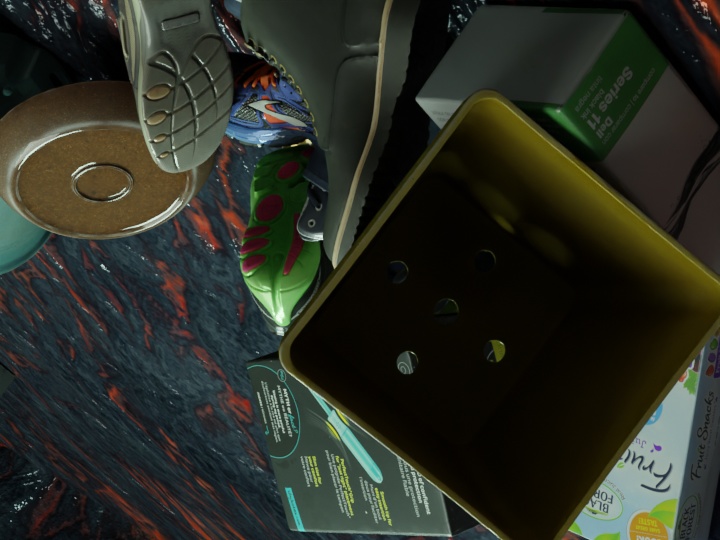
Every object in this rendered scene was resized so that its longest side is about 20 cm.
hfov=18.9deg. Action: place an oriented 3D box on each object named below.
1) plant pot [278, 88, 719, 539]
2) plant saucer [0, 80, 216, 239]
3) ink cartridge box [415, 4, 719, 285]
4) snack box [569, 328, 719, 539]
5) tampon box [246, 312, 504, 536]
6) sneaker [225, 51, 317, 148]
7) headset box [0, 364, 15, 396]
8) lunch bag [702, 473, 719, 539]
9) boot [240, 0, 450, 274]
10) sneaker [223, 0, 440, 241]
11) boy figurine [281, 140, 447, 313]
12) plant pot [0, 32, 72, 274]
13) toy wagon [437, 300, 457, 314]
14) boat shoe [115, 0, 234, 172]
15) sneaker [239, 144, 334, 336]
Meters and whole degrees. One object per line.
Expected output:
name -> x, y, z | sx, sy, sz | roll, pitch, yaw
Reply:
plant pot -> 0.071, 0.028, 1.323 | 0.200, 0.200, 0.176 | 38, 175, -9
plant saucer -> -0.222, -0.086, 1.856 | 0.199, 0.035, 0.201 | -6, 145, -4
ink cartridge box -> 0.153, -0.068, 1.348 | 0.200, 0.083, 0.146 | 46, 160, -31
snack box -> 0.190, 0.093, 1.533 | 0.142, 0.201, 0.053 | 20, -160, 41
tampon box -> 0.033, 0.121, 1.715 | 0.200, 0.126, 0.151 | -6, 100, 49
sneaker -> -0.043, -0.133, 1.584 | 0.199, 0.075, 0.079 | 17, 141, 32
headset box -> -0.634, 0.200, 3.281 | 0.093, 0.174, 0.200 | 43, 161, -23
lunch bag -> 0.353, 0.190, 1.554 | 0.200, 0.136, 0.132 | 18, 156, 40
boot -> -0.027, -0.111, 1.413 | 0.138, 0.201, 0.077 | 19, -168, 23
sneaker -> -0.033, -0.103, 1.483 | 0.202, 0.147, 0.077 | 32, -165, 11
boy figurine -> 0.000, -0.038, 1.666 | 0.064, 0.124, 0.200 | 46, -169, -50
plant pot -> -0.349, -0.114, 1.989 | 0.200, 0.201, 0.196 | 38, 154, -7
toy wagon -> 0.000, 0.000, 1.809 | 0.155, 0.040, 0.200 | 27, 176, 20
boat shoe -> -0.138, -0.170, 1.577 | 0.073, 0.074, 0.201 | -130, 34, -55
sneaker -> -0.046, -0.027, 1.585 | 0.076, 0.200, 0.084 | 4, 128, 14
